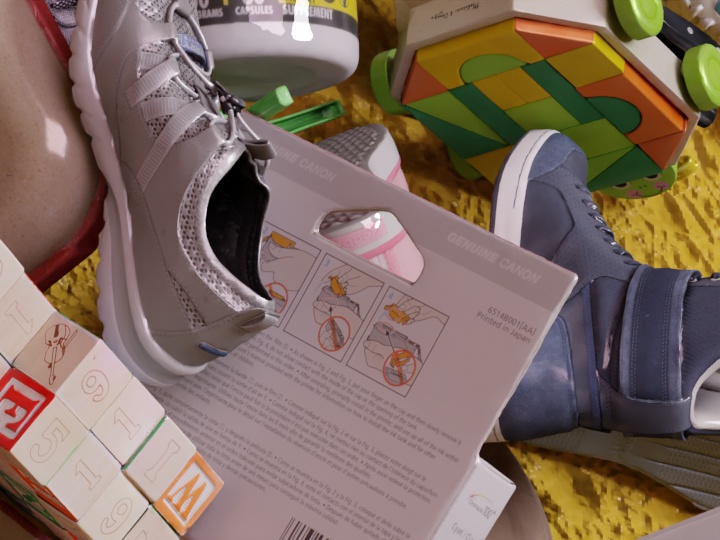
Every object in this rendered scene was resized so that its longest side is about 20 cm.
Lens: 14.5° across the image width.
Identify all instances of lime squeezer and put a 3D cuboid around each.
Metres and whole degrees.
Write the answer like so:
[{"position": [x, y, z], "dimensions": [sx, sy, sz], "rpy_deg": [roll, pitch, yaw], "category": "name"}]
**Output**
[{"position": [-0.051, -0.062, 1.338], "dimensions": [0.070, 0.200, 0.038], "rpy_deg": [-8, 90, 6], "category": "lime squeezer"}]

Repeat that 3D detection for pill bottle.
[{"position": [-0.061, -0.188, 1.350], "dimensions": [0.111, 0.111, 0.202], "rpy_deg": [0, 80, -29], "category": "pill bottle"}]

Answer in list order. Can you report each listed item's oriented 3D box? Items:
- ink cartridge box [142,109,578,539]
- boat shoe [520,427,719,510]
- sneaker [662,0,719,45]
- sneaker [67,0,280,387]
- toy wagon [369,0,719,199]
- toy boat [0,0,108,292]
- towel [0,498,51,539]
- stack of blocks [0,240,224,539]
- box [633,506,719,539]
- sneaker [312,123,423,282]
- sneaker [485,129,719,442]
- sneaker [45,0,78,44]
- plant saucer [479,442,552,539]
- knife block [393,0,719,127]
[{"position": [-0.018, 0.048, 1.210], "dimensions": [0.199, 0.045, 0.177], "rpy_deg": [28, 84, 35], "category": "ink cartridge box"}, {"position": [0.155, 0.063, 1.399], "dimensions": [0.199, 0.074, 0.067], "rpy_deg": [20, 48, -15], "category": "boat shoe"}, {"position": [0.187, -0.154, 1.588], "dimensions": [0.093, 0.070, 0.201], "rpy_deg": [-11, 65, -14], "category": "sneaker"}, {"position": [-0.069, -0.054, 1.213], "dimensions": [0.075, 0.082, 0.201], "rpy_deg": [15, 63, -58], "category": "sneaker"}, {"position": [0.107, -0.081, 1.420], "dimensions": [0.200, 0.154, 0.040], "rpy_deg": [38, 48, -42], "category": "toy wagon"}, {"position": [-0.173, -0.074, 1.301], "dimensions": [0.201, 0.130, 0.131], "rpy_deg": [61, 21, 18], "category": "toy boat"}, {"position": [-0.166, 0.177, 1.139], "dimensions": [0.144, 0.023, 0.201], "rpy_deg": [44, 42, -30], "category": "towel"}, {"position": [-0.149, 0.035, 1.134], "dimensions": [0.115, 0.200, 0.059], "rpy_deg": [28, 72, 40], "category": "stack of blocks"}, {"position": [0.152, 0.226, 1.165], "dimensions": [0.171, 0.199, 0.200], "rpy_deg": [42, 30, -54], "category": "box"}, {"position": [0.000, 0.000, 1.341], "dimensions": [0.075, 0.200, 0.105], "rpy_deg": [-22, 106, 1], "category": "sneaker"}, {"position": [0.130, 0.006, 1.328], "dimensions": [0.145, 0.077, 0.203], "rpy_deg": [-3, 41, 15], "category": "sneaker"}, {"position": [-0.156, -0.169, 1.362], "dimensions": [0.075, 0.114, 0.200], "rpy_deg": [-28, 75, -39], "category": "sneaker"}, {"position": [0.007, 0.121, 1.308], "dimensions": [0.199, 0.029, 0.201], "rpy_deg": [14, 53, -20], "category": "plant saucer"}, {"position": [0.105, -0.133, 1.450], "dimensions": [0.174, 0.201, 0.064], "rpy_deg": [-1, 52, 6], "category": "knife block"}]
